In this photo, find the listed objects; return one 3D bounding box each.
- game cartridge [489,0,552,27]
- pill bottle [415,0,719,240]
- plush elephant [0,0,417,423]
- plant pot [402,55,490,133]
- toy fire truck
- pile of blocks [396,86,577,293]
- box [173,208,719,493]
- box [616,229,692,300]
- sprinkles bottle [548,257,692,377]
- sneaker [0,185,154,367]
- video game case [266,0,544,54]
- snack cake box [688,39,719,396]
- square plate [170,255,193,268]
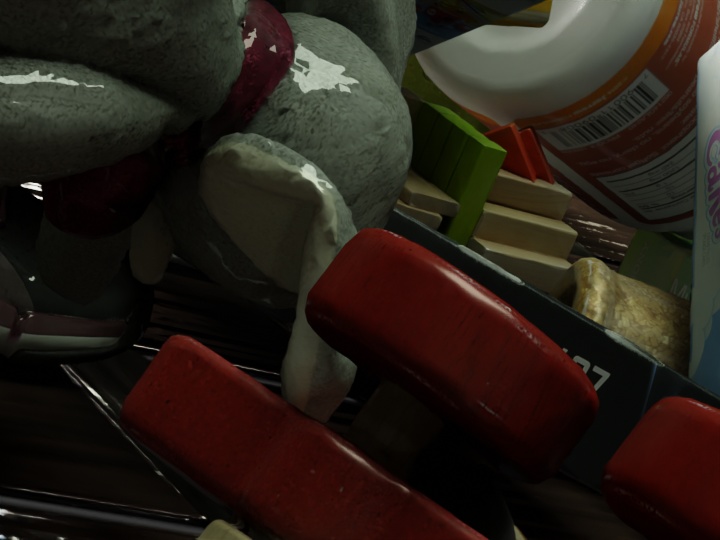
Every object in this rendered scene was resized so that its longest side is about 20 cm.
[{"bbox_3d":[-0.058,-0.116,1.007,0.200,0.032,0.176,6,3,-31],"label":"game cartridge"},{"bbox_3d":[0.111,-0.083,1.129,0.112,0.112,0.200,33,0,36],"label":"pill bottle"},{"bbox_3d":[-0.055,-0.048,0.689,0.155,0.200,0.165,59,33,-30],"label":"plush elephant"},{"bbox_3d":[0.007,-0.136,1.263,0.200,0.200,0.190,16,27,-29],"label":"plant pot"},{"bbox_3d":[0.041,0.090,0.601,0.200,0.112,0.168,31,-11,34],"label":"toy fire truck"},{"bbox_3d":[-0.005,-0.054,1.011,0.200,0.062,0.082,20,14,-11],"label":"pile of blocks"},{"bbox_3d":[0.000,0.000,0.855,0.160,0.044,0.200,29,1,-36],"label":"box"},{"bbox_3d":[0.217,0.043,1.176,0.144,0.036,0.200,14,14,-33],"label":"box"},{"bbox_3d":[0.153,0.060,0.938,0.200,0.068,0.068,20,14,-8],"label":"sprinkles bottle"},{"bbox_3d":[-0.134,-0.048,0.776,0.200,0.116,0.076,16,15,-27],"label":"sneaker"},{"bbox_3d":[-0.053,-0.095,0.840,0.143,0.018,0.200,26,-22,-27],"label":"video game case"},{"bbox_3d":[0.167,0.018,0.876,0.115,0.067,0.200,18,59,-20],"label":"snack cake box"},{"bbox_3d":[-0.039,-0.034,1.074,0.200,0.028,0.198,15,16,-31],"label":"square plate"}]
